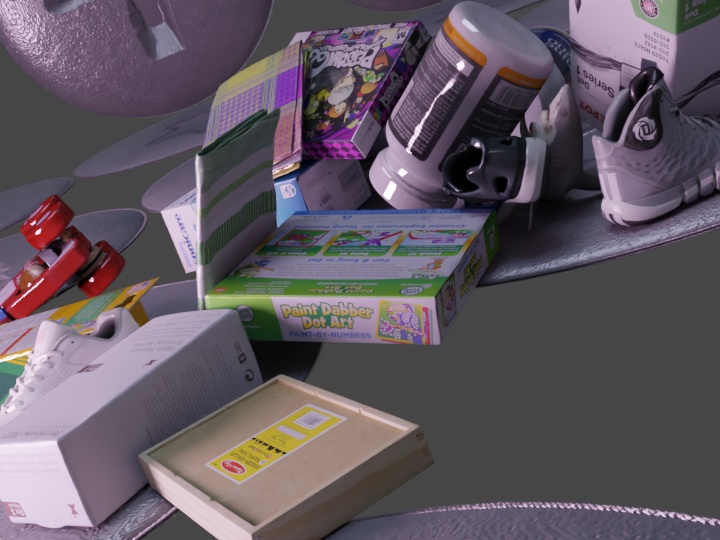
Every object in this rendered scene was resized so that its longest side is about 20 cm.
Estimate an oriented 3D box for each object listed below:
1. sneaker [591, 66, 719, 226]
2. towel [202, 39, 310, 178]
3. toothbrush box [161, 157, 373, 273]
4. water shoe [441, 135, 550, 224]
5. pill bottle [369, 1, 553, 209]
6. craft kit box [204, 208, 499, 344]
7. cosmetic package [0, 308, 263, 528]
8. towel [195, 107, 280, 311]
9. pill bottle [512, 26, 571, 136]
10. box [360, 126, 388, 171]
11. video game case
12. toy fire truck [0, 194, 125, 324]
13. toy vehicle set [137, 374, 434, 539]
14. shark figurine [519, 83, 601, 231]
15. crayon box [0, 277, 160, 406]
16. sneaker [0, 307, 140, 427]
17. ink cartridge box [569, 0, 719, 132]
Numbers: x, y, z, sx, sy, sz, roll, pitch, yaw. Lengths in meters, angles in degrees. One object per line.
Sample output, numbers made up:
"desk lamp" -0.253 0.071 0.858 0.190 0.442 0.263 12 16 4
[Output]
"sneaker" 0.281 -0.126 0.983 0.199 0.116 0.075 -26 17 -17
"towel" -0.120 -0.166 1.323 0.143 0.023 0.201 -23 44 24
"toothbrush box" -0.109 -0.077 1.366 0.199 0.086 0.146 -10 20 30
"water shoe" 0.110 -0.090 1.055 0.078 0.072 0.200 11 -9 -8
"pill bottle" 0.095 -0.154 1.158 0.201 0.116 0.116 -58 -3 29
"craft kit box" 0.000 0.000 0.986 0.198 0.049 0.198 0 20 22
"cosmetic package" -0.176 0.107 0.878 0.101 0.075 0.200 -9 19 37
"towel" -0.104 -0.028 1.014 0.023 0.202 0.153 11 26 16
"pill bottle" 0.201 -0.219 1.396 0.110 0.112 0.200 -12 18 27
"box" 0.009 -0.169 1.443 0.155 0.042 0.199 -11 -9 31
"video game case" -0.036 -0.206 1.337 0.199 0.036 0.182 5 57 42
"toy fire truck" -0.395 0.007 1.450 0.168 0.112 0.200 -48 20 -7
"toy vehicle set" -0.056 0.123 0.756 0.124 0.027 0.200 -28 18 -24
"shark figurine" 0.198 -0.095 1.112 0.089 0.129 0.214 6 0 3
"crayon box" -0.298 0.076 1.166 0.198 0.052 0.126 -16 17 18
"sneaker" -0.259 0.095 0.965 0.077 0.100 0.200 -5 22 44
"ink cartridge box" 0.265 -0.208 1.059 0.084 0.201 0.146 -27 44 -18
